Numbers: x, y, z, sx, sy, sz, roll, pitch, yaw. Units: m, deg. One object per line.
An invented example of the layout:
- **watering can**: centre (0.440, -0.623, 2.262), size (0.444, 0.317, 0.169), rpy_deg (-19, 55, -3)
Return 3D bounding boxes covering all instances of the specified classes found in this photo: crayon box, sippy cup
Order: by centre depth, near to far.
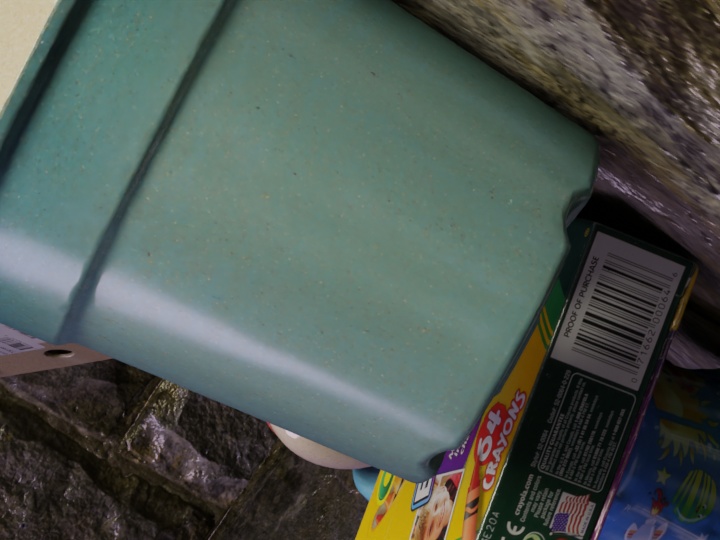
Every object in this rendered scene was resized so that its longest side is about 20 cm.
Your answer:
- **crayon box**: centre (0.068, 0.073, 0.944), size (0.058, 0.201, 0.172), rpy_deg (21, 180, -15)
- **sippy cup**: centre (0.143, 0.103, 1.045), size (0.130, 0.178, 0.140), rpy_deg (25, -163, -44)

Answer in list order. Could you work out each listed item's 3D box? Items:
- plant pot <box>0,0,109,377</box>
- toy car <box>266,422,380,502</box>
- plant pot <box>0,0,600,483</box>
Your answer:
- **plant pot**: centre (-0.175, -0.051, 1.042), size (0.199, 0.178, 0.200), rpy_deg (-11, 160, 22)
- **toy car**: centre (0.000, 0.000, 1.129), size (0.185, 0.177, 0.200), rpy_deg (50, -178, -35)
- **plant pot**: centre (-0.029, -0.029, 0.759), size (0.195, 0.201, 0.200), rpy_deg (28, 178, -5)
